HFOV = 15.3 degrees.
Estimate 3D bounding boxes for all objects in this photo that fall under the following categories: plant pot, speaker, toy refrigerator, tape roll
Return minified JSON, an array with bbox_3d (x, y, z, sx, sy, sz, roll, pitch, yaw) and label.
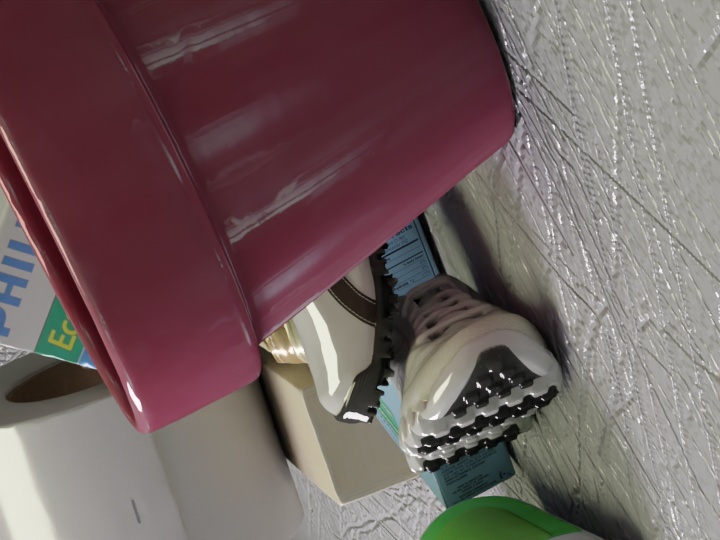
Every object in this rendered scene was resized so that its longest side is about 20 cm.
[{"bbox_3d":[-0.050,-0.065,1.009,0.200,0.179,0.200,60,172,14],"label":"plant pot"},{"bbox_3d":[0.079,0.156,1.261,0.089,0.088,0.200,63,171,-6],"label":"speaker"},{"bbox_3d":[-0.013,0.081,1.641,0.200,0.070,0.076,-159,49,-77],"label":"toy refrigerator"},{"bbox_3d":[-0.150,0.122,1.679,0.203,0.202,0.139,-148,38,-73],"label":"tape roll"}]

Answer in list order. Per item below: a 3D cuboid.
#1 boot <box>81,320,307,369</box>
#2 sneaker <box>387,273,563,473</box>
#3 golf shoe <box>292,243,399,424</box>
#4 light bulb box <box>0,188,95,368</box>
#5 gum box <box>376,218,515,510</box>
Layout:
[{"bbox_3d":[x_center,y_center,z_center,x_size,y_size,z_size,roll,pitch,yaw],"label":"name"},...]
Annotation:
[{"bbox_3d":[-0.099,0.022,1.563,0.200,0.155,0.073,-107,6,-74],"label":"boot"},{"bbox_3d":[0.040,0.040,1.198,0.200,0.075,0.081,114,136,-79],"label":"sneaker"},{"bbox_3d":[-0.038,-0.027,1.184,0.078,0.094,0.200,176,85,-77],"label":"golf shoe"},{"bbox_3d":[-0.126,-0.073,1.310,0.198,0.125,0.200,-68,24,12],"label":"light bulb box"},{"bbox_3d":[0.000,0.000,1.376,0.170,0.045,0.200,51,166,53],"label":"gum box"}]
